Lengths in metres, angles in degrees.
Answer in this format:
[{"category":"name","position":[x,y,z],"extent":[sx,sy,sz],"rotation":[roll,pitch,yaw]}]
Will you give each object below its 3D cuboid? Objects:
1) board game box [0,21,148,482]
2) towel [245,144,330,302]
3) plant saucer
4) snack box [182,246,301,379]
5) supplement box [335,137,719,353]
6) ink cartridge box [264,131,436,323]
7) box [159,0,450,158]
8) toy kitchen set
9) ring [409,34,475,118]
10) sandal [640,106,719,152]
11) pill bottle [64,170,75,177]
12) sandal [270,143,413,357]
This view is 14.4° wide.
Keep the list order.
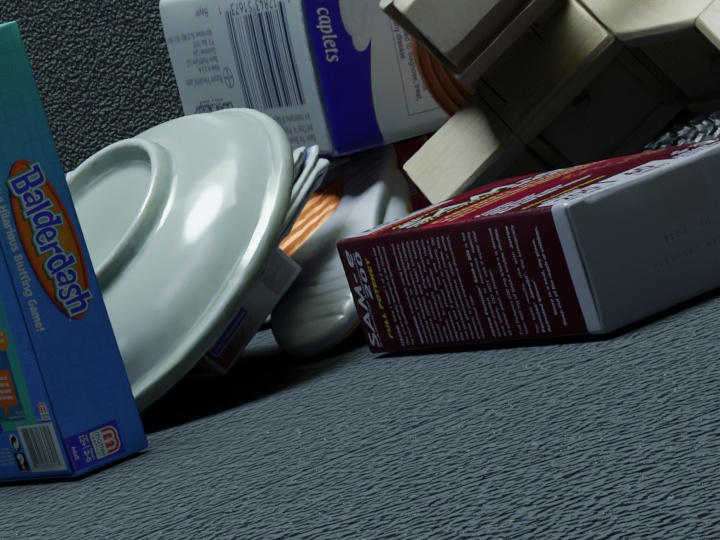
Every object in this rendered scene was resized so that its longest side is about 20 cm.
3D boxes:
[{"category":"board game box","position":[-0.181,-0.002,1.305],"extent":[0.045,0.200,0.152],"rotation":[-21,8,-36]},{"category":"towel","position":[-0.110,0.016,1.463],"extent":[0.200,0.024,0.147],"rotation":[-29,18,34]},{"category":"plant saucer","position":[-0.120,-0.009,1.393],"extent":[0.200,0.050,0.200],"rotation":[-35,31,25]},{"category":"snack box","position":[-0.101,0.026,1.519],"extent":[0.072,0.024,0.200],"rotation":[-56,20,-20]},{"category":"supplement box","position":[0.087,-0.010,1.282],"extent":[0.109,0.061,0.200],"rotation":[-21,6,-29]},{"category":"ink cartridge box","position":[-0.028,-0.025,1.667],"extent":[0.200,0.083,0.147],"rotation":[-15,6,16]},{"category":"box","position":[0.019,-0.130,1.598],"extent":[0.200,0.105,0.184],"rotation":[-16,8,-26]},{"category":"toy kitchen set","position":[0.123,-0.079,1.384],"extent":[0.200,0.163,0.180],"rotation":[-46,43,8]},{"category":"ring","position":[0.116,-0.150,1.462],"extent":[0.200,0.200,0.019],"rotation":[-18,45,-13]},{"category":"sandal","position":[0.170,-0.058,1.540],"extent":[0.200,0.075,0.048],"rotation":[-7,-26,11]},{"category":"pill bottle","position":[-0.223,0.008,1.799],"extent":[0.200,0.111,0.111],"rotation":[-17,5,2]},{"category":"sandal","position":[-0.007,0.004,1.496],"extent":[0.079,0.059,0.207],"rotation":[-30,23,19]}]
